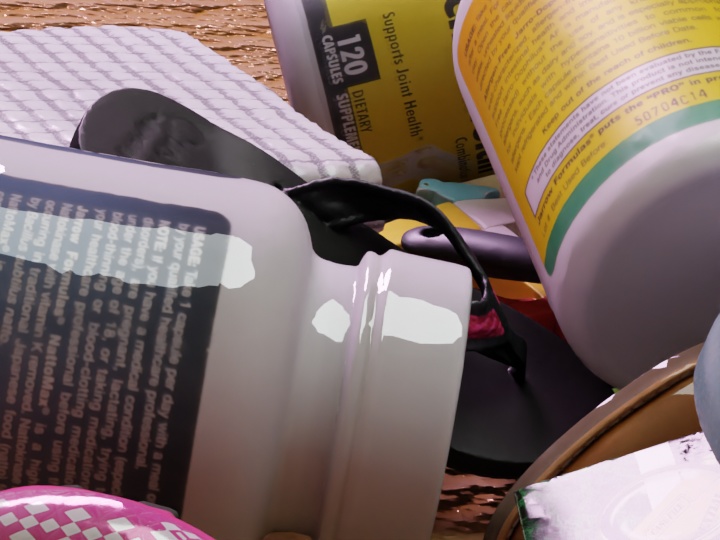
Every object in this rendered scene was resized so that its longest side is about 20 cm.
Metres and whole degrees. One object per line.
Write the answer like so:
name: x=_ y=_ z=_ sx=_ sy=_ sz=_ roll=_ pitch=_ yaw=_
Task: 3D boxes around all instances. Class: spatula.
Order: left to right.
spatula: x=0.107 y=0.012 z=0.992 sx=0.199 sy=0.021 sz=0.057 roll=17 pitch=31 yaw=16

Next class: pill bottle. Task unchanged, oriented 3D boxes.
pill bottle: x=-0.073 y=0.027 z=0.817 sx=0.199 sy=0.120 sz=0.120 roll=10 pitch=18 yaw=-1
pill bottle: x=0.066 y=-0.099 z=1.121 sx=0.199 sy=0.113 sz=0.112 roll=-15 pitch=20 yaw=-1
pill bottle: x=0.095 y=-0.060 z=0.966 sx=0.112 sy=0.113 sz=0.201 roll=4 pitch=38 yaw=-20

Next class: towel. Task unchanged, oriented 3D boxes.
towel: x=-0.099 y=-0.026 z=1.006 sx=0.165 sy=0.086 sz=0.200 roll=-4 pitch=21 yaw=-29

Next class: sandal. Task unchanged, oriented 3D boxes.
sandal: x=0.000 y=0.000 z=0.895 sx=0.199 sy=0.045 sz=0.075 roll=32 pitch=38 yaw=-10

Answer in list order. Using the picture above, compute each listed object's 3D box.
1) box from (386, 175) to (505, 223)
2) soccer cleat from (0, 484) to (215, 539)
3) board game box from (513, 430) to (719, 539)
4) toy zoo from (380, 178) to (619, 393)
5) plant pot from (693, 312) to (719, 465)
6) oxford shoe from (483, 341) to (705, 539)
box: x=0.063 y=0.000 z=1.126 sx=0.162 sy=0.021 sz=0.200 roll=13 pitch=19 yaw=9
soccer cleat: x=-0.042 y=0.106 z=0.678 sx=0.199 sy=0.070 sz=0.086 roll=14 pitch=25 yaw=16
board game box: x=0.103 y=0.104 z=0.715 sx=0.104 sy=0.024 sz=0.200 roll=-21 pitch=30 yaw=5
toy zoo: x=0.076 y=0.020 z=1.014 sx=0.131 sy=0.021 sz=0.200 roll=-11 pitch=34 yaw=-32
plant pot: x=0.202 y=0.003 z=0.731 sx=0.199 sy=0.135 sz=0.201 roll=13 pitch=28 yaw=-7
oxford shoe: x=0.133 y=0.060 z=0.855 sx=0.199 sy=0.072 sz=0.071 roll=-21 pitch=48 yaw=-11
